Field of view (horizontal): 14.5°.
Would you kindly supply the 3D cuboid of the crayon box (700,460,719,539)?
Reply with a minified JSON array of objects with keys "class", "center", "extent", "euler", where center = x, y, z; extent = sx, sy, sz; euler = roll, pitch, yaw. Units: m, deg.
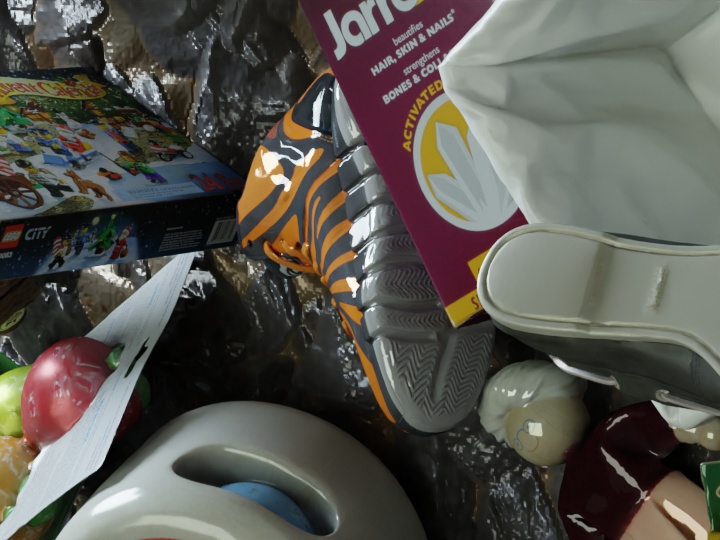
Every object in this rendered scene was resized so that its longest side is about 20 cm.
[{"class":"crayon box","center":[0.223,0.179,1.252],"extent":[0.127,0.051,0.200],"euler":[-9,95,9]}]

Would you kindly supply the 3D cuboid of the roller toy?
[{"class":"roller toy","center":[-0.068,0.172,1.435],"extent":[0.200,0.140,0.183],"euler":[-22,103,29]}]

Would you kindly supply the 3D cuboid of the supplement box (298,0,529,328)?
[{"class":"supplement box","center":[0.062,-0.089,1.335],"extent":[0.110,0.086,0.200],"euler":[-33,79,39]}]

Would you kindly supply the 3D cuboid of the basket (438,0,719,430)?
[{"class":"basket","center":[0.182,-0.072,1.193],"extent":[0.198,0.161,0.200],"euler":[-43,72,37]}]

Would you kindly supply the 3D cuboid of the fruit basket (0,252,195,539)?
[{"class":"fruit basket","center":[-0.164,0.093,1.521],"extent":[0.200,0.185,0.094],"euler":[-32,114,35]}]

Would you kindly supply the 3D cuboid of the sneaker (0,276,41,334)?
[{"class":"sneaker","center":[-0.198,-0.003,1.548],"extent":[0.076,0.070,0.200],"euler":[57,165,-12]}]

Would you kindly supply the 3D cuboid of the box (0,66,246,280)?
[{"class":"box","center":[-0.167,-0.053,1.453],"extent":[0.137,0.200,0.038],"euler":[36,115,27]}]

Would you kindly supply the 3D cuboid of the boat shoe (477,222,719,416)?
[{"class":"boat shoe","center":[0.142,0.024,1.121],"extent":[0.200,0.057,0.067],"euler":[14,74,32]}]

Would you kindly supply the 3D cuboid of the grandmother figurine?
[{"class":"grandmother figurine","center":[0.136,0.112,1.340],"extent":[0.200,0.061,0.121],"euler":[41,114,22]}]

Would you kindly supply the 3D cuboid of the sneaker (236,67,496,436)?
[{"class":"sneaker","center":[0.000,0.000,1.410],"extent":[0.112,0.077,0.200],"euler":[-34,57,46]}]
